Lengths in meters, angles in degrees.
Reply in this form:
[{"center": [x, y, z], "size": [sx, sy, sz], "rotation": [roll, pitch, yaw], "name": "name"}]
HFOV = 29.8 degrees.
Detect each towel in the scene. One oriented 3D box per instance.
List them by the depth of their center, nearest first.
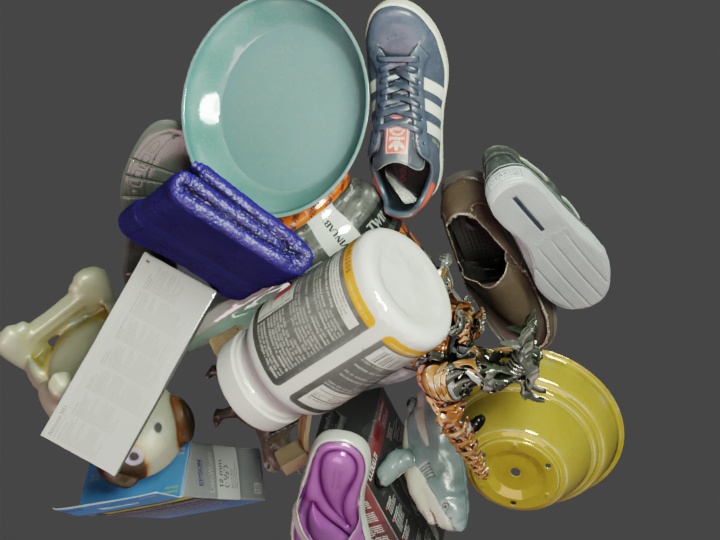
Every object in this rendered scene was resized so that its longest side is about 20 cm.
[{"center": [-0.132, -0.035, 1.231], "size": [0.147, 0.050, 0.200], "rotation": [32, 162, -16], "name": "towel"}]

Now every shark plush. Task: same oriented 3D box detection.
[{"center": [0.094, 0.155, 1.351], "size": [0.083, 0.201, 0.091], "rotation": [7, 161, 42], "name": "shark plush"}]

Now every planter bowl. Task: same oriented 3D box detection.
[{"center": [0.164, 0.182, 1.377], "size": [0.199, 0.084, 0.201], "rotation": [9, 126, 13], "name": "planter bowl"}]

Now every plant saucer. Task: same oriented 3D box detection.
[{"center": [-0.071, -0.147, 1.218], "size": [0.199, 0.036, 0.202], "rotation": [0, 89, 28], "name": "plant saucer"}]

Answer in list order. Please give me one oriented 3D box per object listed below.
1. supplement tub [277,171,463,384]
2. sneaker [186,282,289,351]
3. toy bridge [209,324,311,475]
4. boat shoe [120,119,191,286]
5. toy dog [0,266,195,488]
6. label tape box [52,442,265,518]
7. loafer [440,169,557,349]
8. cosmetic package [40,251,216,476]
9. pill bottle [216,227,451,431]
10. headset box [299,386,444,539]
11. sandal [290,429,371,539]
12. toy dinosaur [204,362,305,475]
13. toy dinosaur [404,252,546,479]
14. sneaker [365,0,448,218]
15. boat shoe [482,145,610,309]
[{"center": [0.000, 0.000, 1.285], "size": [0.122, 0.123, 0.200], "rotation": [-27, 112, 31], "name": "supplement tub"}, {"center": [-0.098, 0.067, 1.390], "size": [0.200, 0.074, 0.119], "rotation": [-27, 105, 29], "name": "sneaker"}, {"center": [-0.084, 0.128, 1.373], "size": [0.067, 0.027, 0.201], "rotation": [-29, 130, -4], "name": "toy bridge"}, {"center": [-0.197, -0.066, 1.349], "size": [0.074, 0.065, 0.203], "rotation": [10, 124, 1], "name": "boat shoe"}, {"center": [-0.265, 0.133, 1.411], "size": [0.200, 0.139, 0.195], "rotation": [46, 159, 37], "name": "toy dog"}, {"center": [-0.218, 0.230, 1.477], "size": [0.143, 0.067, 0.200], "rotation": [-15, 162, 27], "name": "label tape box"}, {"center": [0.123, 0.005, 1.279], "size": [0.073, 0.071, 0.201], "rotation": [-19, 115, 28], "name": "loafer"}, {"center": [-0.222, 0.091, 1.308], "size": [0.082, 0.201, 0.051], "rotation": [29, 171, -3], "name": "cosmetic package"}, {"center": [-0.027, 0.057, 1.184], "size": [0.200, 0.117, 0.116], "rotation": [-33, 108, 31], "name": "pill bottle"}, {"center": [0.014, 0.234, 1.419], "size": [0.077, 0.149, 0.201], "rotation": [-19, 116, 20], "name": "headset box"}, {"center": [-0.032, 0.243, 1.316], "size": [0.082, 0.050, 0.204], "rotation": [6, 122, 8], "name": "sandal"}, {"center": [-0.106, 0.129, 1.433], "size": [0.102, 0.077, 0.201], "rotation": [8, 138, 9], "name": "toy dinosaur"}, {"center": [0.097, 0.083, 1.229], "size": [0.135, 0.102, 0.201], "rotation": [-9, 118, 10], "name": "toy dinosaur"}, {"center": [0.038, -0.137, 1.203], "size": [0.074, 0.085, 0.201], "rotation": [1, 123, 18], "name": "sneaker"}, {"center": [0.173, -0.043, 1.234], "size": [0.072, 0.071, 0.200], "rotation": [-24, 134, 16], "name": "boat shoe"}]
